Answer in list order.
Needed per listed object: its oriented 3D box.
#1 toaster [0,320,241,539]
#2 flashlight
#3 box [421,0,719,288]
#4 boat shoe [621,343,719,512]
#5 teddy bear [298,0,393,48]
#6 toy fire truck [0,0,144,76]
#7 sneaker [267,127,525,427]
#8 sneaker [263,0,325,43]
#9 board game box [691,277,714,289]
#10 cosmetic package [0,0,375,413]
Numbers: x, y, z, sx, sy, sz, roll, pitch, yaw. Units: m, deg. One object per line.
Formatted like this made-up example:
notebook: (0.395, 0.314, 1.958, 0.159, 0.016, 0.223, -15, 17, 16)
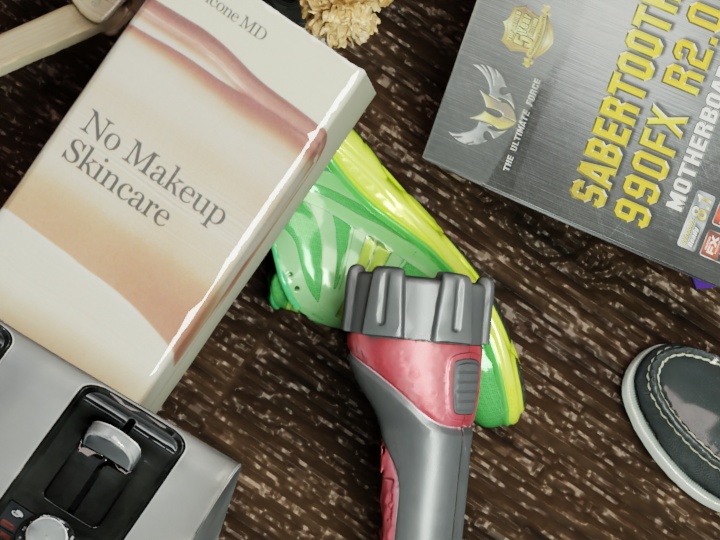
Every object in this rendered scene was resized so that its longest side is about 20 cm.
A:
toaster: (-0.155, 0.108, 1.190, 0.180, 0.200, 0.119, 31, 62, 7)
flashlight: (0.017, 0.099, 1.273, 0.068, 0.068, 0.201, 7, 91, -5)
box: (0.135, -0.115, 1.327, 0.158, 0.201, 0.048, 24, 20, 11)
boat shoe: (0.214, 0.096, 1.359, 0.200, 0.060, 0.076, 35, 64, -1)
teddy bear: (-0.008, -0.177, 1.275, 0.066, 0.200, 0.146, -8, 59, 28)
toy fire truck: (-0.132, -0.154, 1.313, 0.199, 0.049, 0.142, -8, 70, 14)
sneaker: (0.000, 0.000, 1.342, 0.084, 0.074, 0.200, -42, 88, 1)
sneaker: (-0.077, -0.192, 1.373, 0.200, 0.091, 0.067, 40, 63, 2)
board game box: (0.223, -0.097, 1.414, 0.134, 0.045, 0.201, -5, 68, 13)
cosmetic package: (-0.090, -0.028, 1.265, 0.103, 0.087, 0.201, 33, 89, 3)
